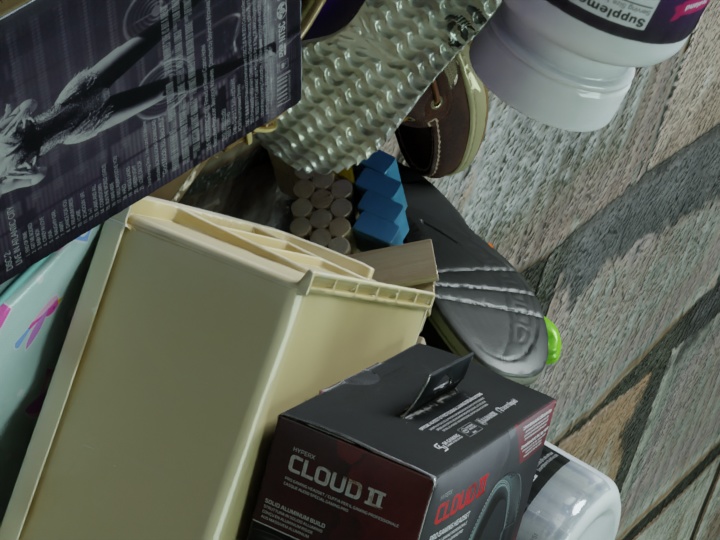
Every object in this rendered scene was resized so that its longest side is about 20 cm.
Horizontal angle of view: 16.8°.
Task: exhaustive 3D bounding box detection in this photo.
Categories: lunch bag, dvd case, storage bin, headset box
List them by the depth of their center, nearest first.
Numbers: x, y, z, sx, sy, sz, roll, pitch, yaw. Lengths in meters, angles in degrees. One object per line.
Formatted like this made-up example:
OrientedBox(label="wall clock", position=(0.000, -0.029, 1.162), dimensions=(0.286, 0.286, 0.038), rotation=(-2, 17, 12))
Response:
OrientedBox(label="dvd case", position=(-0.105, -0.064, 0.904), dimensions=(0.199, 0.016, 0.149), rotation=(-33, 153, -21))
OrientedBox(label="lunch bag", position=(-0.169, 0.046, 1.016), dimensions=(0.200, 0.077, 0.161), rotation=(-50, 158, -27))
OrientedBox(label="headset box", position=(0.008, 0.129, 1.041), dimensions=(0.149, 0.077, 0.201), rotation=(-22, 131, -65))
OrientedBox(label="storage bin", position=(-0.060, 0.083, 1.067), dimensions=(0.201, 0.093, 0.198), rotation=(-71, 161, 3))

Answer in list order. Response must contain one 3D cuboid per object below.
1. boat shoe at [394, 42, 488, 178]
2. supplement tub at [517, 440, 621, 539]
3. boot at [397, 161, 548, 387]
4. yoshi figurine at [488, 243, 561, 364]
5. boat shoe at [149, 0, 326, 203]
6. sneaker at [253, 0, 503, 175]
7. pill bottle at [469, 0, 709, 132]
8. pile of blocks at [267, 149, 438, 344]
OrientedBox(label="boat shoe", position=(0.020, -0.114, 1.277), dimensions=(0.072, 0.072, 0.201), rotation=(-30, 149, -17))
OrientedBox(label="supplement tub", position=(0.043, 0.132, 1.437), dimensions=(0.123, 0.199, 0.123), rotation=(-48, 157, -29))
OrientedBox(label="boot", position=(0.019, 0.049, 1.316), dimensions=(0.073, 0.204, 0.154), rotation=(7, 120, -32))
OrientedBox(label="yoshi figurine", position=(0.063, 0.042, 1.519), dimensions=(0.112, 0.112, 0.200), rotation=(-48, 162, 5))
OrientedBox(label="boat shoe", position=(-0.062, -0.094, 1.101), dimensions=(0.201, 0.066, 0.074), rotation=(-63, 158, 2))
OrientedBox(label="sneaker", position=(0.022, -0.123, 1.173), dimensions=(0.200, 0.070, 0.100), rotation=(-38, -169, 42))
OrientedBox(label="pill bottle", position=(0.129, -0.171, 1.190), dimensions=(0.111, 0.111, 0.201), rotation=(-30, 153, -53))
OrientedBox(label="pile of blocks", position=(0.000, 0.000, 1.243), dimensions=(0.062, 0.081, 0.201), rotation=(74, 9, -60))
